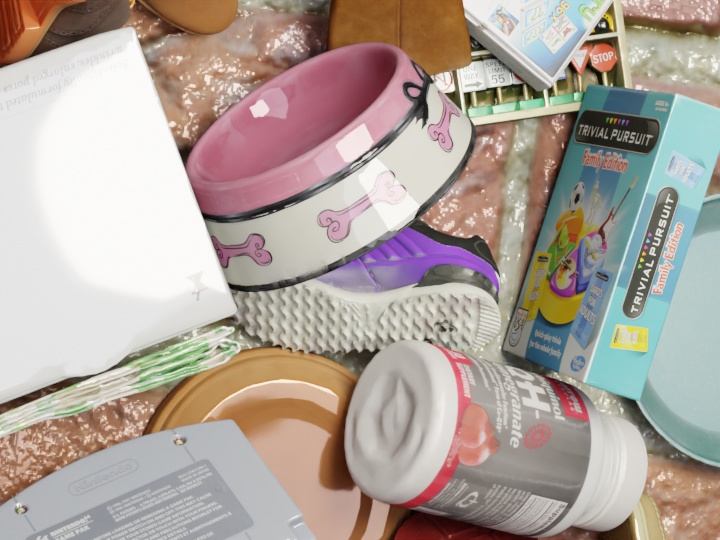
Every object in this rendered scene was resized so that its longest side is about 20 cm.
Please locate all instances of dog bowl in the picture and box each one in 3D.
[{"bbox_3d":[-0.028,-0.075,1.655,0.200,0.200,0.074,-37,114,-15],"label":"dog bowl"}]

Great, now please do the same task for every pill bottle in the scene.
[{"bbox_3d":[0.097,0.121,1.725,0.199,0.110,0.112,16,83,-34],"label":"pill bottle"}]

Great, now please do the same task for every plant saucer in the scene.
[{"bbox_3d":[-0.056,0.153,1.729,0.199,0.037,0.202,1,87,-17],"label":"plant saucer"},{"bbox_3d":[0.273,0.044,1.834,0.198,0.036,0.202,1,88,-16],"label":"plant saucer"}]

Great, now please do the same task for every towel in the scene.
[{"bbox_3d":[-0.184,0.085,1.632,0.199,0.152,0.024,-22,90,-17],"label":"towel"}]

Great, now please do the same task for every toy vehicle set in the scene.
[{"bbox_3d":[0.092,-0.167,1.791,0.199,0.026,0.125,-9,91,-17],"label":"toy vehicle set"}]

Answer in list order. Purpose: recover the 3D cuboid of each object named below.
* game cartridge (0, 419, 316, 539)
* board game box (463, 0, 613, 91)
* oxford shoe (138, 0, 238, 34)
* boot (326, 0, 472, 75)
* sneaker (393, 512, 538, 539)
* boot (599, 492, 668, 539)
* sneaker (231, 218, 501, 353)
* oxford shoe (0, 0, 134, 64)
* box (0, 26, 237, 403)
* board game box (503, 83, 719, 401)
[{"bbox_3d":[-0.145,0.172,1.623,0.199,0.041,0.134,-22,54,-23],"label":"game cartridge"},{"bbox_3d":[0.138,-0.244,1.775,0.126,0.035,0.200,39,78,-11],"label":"board game box"},{"bbox_3d":[-0.126,-0.214,1.659,0.071,0.071,0.200,-42,141,-6],"label":"oxford shoe"},{"bbox_3d":[-0.019,-0.223,1.700,0.187,0.069,0.201,-5,119,-7],"label":"boot"},{"bbox_3d":[0.034,0.239,1.747,0.199,0.116,0.078,-17,49,-38],"label":"sneaker"},{"bbox_3d":[0.261,0.238,1.803,0.154,0.073,0.201,-17,94,-16],"label":"boot"},{"bbox_3d":[0.000,0.000,1.740,0.198,0.070,0.100,6,47,3],"label":"sneaker"},{"bbox_3d":[-0.173,-0.195,1.630,0.073,0.200,0.072,0,71,-36],"label":"oxford shoe"},{"bbox_3d":[-0.214,-0.029,1.639,0.198,0.131,0.201,-21,94,-17],"label":"box"},{"bbox_3d":[0.173,-0.023,1.731,0.047,0.151,0.201,17,91,-19],"label":"board game box"}]
